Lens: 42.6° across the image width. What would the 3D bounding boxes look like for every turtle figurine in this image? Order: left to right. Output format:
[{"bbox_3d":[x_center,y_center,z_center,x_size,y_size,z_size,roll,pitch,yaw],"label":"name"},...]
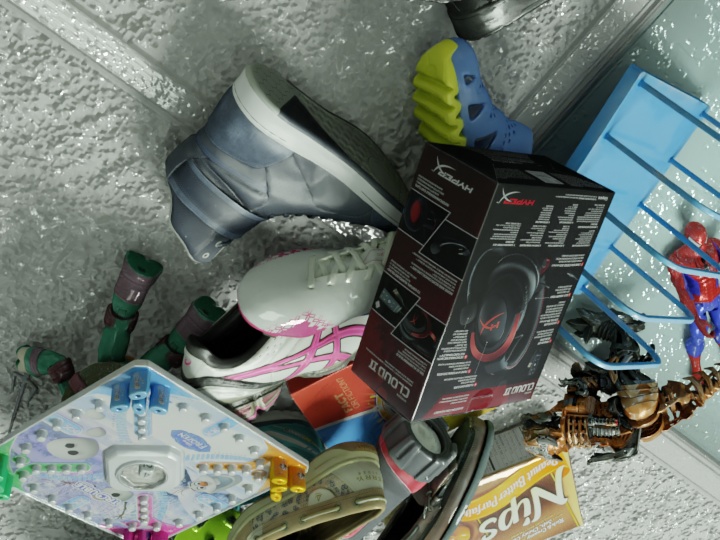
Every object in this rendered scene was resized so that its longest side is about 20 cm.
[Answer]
[{"bbox_3d":[-0.202,0.094,0.760,0.148,0.101,0.201,30,104,-28],"label":"turtle figurine"}]

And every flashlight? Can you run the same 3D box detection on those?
[{"bbox_3d":[0.003,0.206,0.847,0.068,0.068,0.200,48,117,11],"label":"flashlight"}]

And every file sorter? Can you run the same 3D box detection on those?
[{"bbox_3d":[0.234,-0.034,0.748,0.137,0.123,0.202,4,123,-48],"label":"file sorter"}]

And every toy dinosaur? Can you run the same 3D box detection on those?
[{"bbox_3d":[0.245,0.117,0.850,0.195,0.137,0.104,-1,131,-2],"label":"toy dinosaur"}]

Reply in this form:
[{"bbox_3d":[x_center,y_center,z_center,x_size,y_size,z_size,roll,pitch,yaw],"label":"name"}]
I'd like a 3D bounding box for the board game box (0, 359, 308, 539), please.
[{"bbox_3d":[-0.174,0.164,0.737,0.198,0.026,0.200,-29,134,22],"label":"board game box"}]

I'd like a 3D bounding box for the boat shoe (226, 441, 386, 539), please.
[{"bbox_3d":[-0.053,0.226,0.807,0.072,0.063,0.200,15,130,-38],"label":"boat shoe"}]

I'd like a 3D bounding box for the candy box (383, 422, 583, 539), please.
[{"bbox_3d":[0.122,0.239,0.949,0.196,0.056,0.117,-21,122,-2],"label":"candy box"}]

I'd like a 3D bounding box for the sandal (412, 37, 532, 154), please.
[{"bbox_3d":[0.098,-0.097,0.736,0.086,0.080,0.202,-24,131,-5],"label":"sandal"}]

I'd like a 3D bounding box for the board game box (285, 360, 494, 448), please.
[{"bbox_3d":[0.047,0.096,0.838,0.197,0.041,0.154,-27,134,3],"label":"board game box"}]

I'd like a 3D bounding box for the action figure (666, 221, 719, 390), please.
[{"bbox_3d":[0.340,0.047,0.870,0.064,0.099,0.202,-24,121,0],"label":"action figure"}]

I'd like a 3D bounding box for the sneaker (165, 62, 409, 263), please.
[{"bbox_3d":[-0.058,-0.054,0.720,0.146,0.078,0.201,-41,130,22],"label":"sneaker"}]

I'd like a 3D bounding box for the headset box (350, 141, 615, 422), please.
[{"bbox_3d":[0.087,0.018,0.683,0.147,0.075,0.203,-2,118,-44],"label":"headset box"}]

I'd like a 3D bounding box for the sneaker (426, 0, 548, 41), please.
[{"bbox_3d":[0.107,-0.240,0.655,0.198,0.060,0.105,-31,123,5],"label":"sneaker"}]

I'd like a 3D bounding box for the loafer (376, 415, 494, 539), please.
[{"bbox_3d":[0.059,0.222,0.863,0.062,0.072,0.203,23,101,-4],"label":"loafer"}]

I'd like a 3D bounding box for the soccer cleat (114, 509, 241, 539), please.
[{"bbox_3d":[-0.198,0.272,0.886,0.197,0.081,0.069,-11,91,-30],"label":"soccer cleat"}]

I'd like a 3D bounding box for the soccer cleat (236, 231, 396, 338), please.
[{"bbox_3d":[0.000,0.000,0.706,0.197,0.071,0.086,-6,154,-39],"label":"soccer cleat"}]

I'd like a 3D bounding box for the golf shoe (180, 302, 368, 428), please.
[{"bbox_3d":[-0.053,0.045,0.741,0.198,0.072,0.093,-33,143,-27],"label":"golf shoe"}]

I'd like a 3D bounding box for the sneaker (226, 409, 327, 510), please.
[{"bbox_3d":[-0.125,0.174,0.833,0.196,0.080,0.079,-7,122,-9],"label":"sneaker"}]
